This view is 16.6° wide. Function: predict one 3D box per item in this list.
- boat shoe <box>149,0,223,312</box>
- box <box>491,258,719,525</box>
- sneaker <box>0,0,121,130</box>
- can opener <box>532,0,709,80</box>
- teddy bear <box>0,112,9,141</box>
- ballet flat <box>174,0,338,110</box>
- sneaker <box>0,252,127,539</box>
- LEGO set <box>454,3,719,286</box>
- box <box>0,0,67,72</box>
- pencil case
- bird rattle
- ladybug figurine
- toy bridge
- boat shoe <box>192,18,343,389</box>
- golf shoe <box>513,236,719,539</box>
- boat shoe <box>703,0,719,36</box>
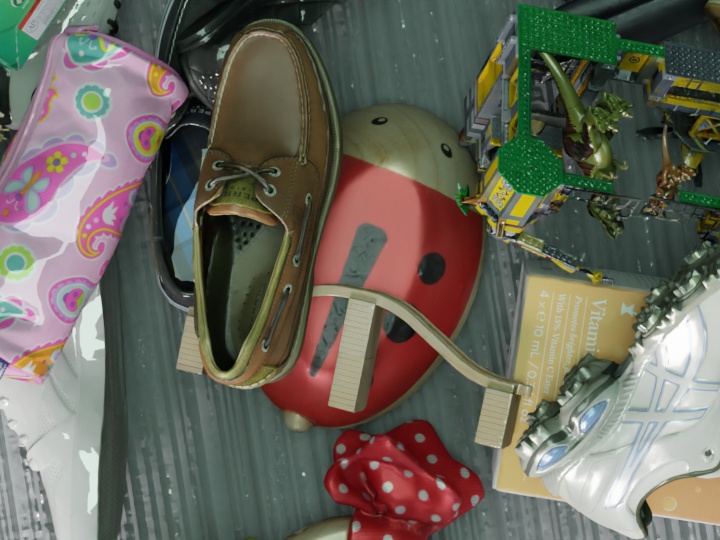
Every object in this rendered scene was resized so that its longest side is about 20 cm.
[{"bbox_3d":[-0.093,-0.076,1.419,0.070,0.066,0.201,7,89,1],"label":"boat shoe"},{"bbox_3d":[0.181,0.072,1.389,0.199,0.097,0.125,8,96,2],"label":"box"},{"bbox_3d":[-0.160,-0.165,1.426,0.080,0.074,0.200,43,99,-2],"label":"sneaker"},{"bbox_3d":[0.183,-0.162,1.417,0.199,0.063,0.079,-22,116,11],"label":"can opener"},{"bbox_3d":[-0.284,-0.047,1.401,0.200,0.067,0.145,-36,89,18],"label":"teddy bear"},{"bbox_3d":[-0.020,-0.158,1.408,0.200,0.066,0.057,-36,107,-17],"label":"ballet flat"},{"bbox_3d":[-0.197,0.073,1.425,0.115,0.074,0.201,-4,81,5],"label":"sneaker"},{"bbox_3d":[0.137,-0.055,1.368,0.199,0.116,0.154,2,61,-17],"label":"LEGO set"},{"bbox_3d":[-0.230,-0.206,1.398,0.200,0.048,0.118,36,92,37],"label":"box"},{"bbox_3d":[-0.171,-0.035,1.359,0.087,0.087,0.201,26,84,2],"label":"pencil case"},{"bbox_3d":[-0.009,0.187,1.420,0.199,0.113,0.164,-31,100,-11],"label":"bird rattle"},{"bbox_3d":[0.000,0.000,1.413,0.135,0.072,0.201,19,91,2],"label":"ladybug figurine"},{"bbox_3d":[-0.001,0.044,1.355,0.199,0.027,0.068,12,95,15],"label":"toy bridge"},{"bbox_3d":[-0.053,-0.037,1.321,0.072,0.068,0.201,1,90,15],"label":"boat shoe"},{"bbox_3d":[0.176,0.057,1.292,0.097,0.078,0.200,42,116,-1],"label":"golf shoe"},{"bbox_3d":[0.283,-0.116,1.391,0.199,0.073,0.065,31,90,-21],"label":"boat shoe"}]
